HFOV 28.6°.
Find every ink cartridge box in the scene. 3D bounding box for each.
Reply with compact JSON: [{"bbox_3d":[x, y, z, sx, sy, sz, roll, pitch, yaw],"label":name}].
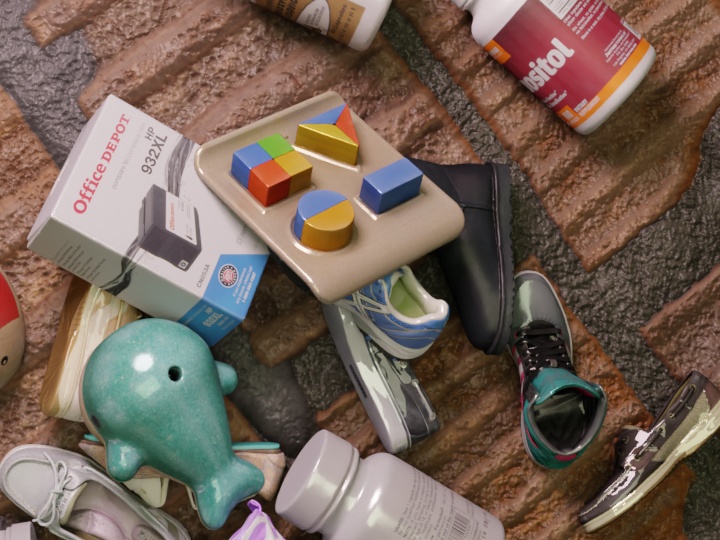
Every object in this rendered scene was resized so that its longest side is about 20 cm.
[{"bbox_3d":[-0.185,-0.045,1.312,0.199,0.084,0.146,30,59,-16],"label":"ink cartridge box"}]

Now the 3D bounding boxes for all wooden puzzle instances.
[{"bbox_3d":[-0.025,-0.081,1.300,0.185,0.046,0.200,-27,62,-34],"label":"wooden puzzle"}]

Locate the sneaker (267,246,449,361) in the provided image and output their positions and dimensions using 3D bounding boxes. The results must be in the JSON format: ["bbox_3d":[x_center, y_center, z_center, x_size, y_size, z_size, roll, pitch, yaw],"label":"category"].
[{"bbox_3d":[0.000,0.000,1.317,0.200,0.077,0.076,36,54,-11],"label":"sneaker"}]

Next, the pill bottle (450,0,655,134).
[{"bbox_3d":[0.185,-0.239,1.401,0.200,0.113,0.113,41,83,-3],"label":"pill bottle"}]

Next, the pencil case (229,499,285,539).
[{"bbox_3d":[-0.043,0.300,1.271,0.200,0.084,0.086,38,69,-3],"label":"pencil case"}]

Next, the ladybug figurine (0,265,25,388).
[{"bbox_3d":[-0.398,0.030,1.325,0.136,0.072,0.200,-39,93,-8],"label":"ladybug figurine"}]

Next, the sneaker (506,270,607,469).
[{"bbox_3d":[0.185,0.097,1.378,0.083,0.121,0.201,-10,88,-8],"label":"sneaker"}]

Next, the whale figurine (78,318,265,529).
[{"bbox_3d":[-0.162,0.134,1.280,0.159,0.104,0.200,-38,92,-33],"label":"whale figurine"}]

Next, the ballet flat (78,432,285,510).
[{"bbox_3d":[-0.171,0.194,1.352,0.198,0.068,0.068,4,89,-7],"label":"ballet flat"}]

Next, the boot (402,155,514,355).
[{"bbox_3d":[0.063,-0.018,1.388,0.167,0.076,0.202,2,80,-11],"label":"boot"}]

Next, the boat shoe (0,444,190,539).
[{"bbox_3d":[-0.251,0.229,1.339,0.201,0.065,0.075,33,83,-5],"label":"boat shoe"}]

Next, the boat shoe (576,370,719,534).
[{"bbox_3d":[0.285,0.181,1.419,0.200,0.073,0.065,-40,82,-11],"label":"boat shoe"}]

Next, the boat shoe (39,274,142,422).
[{"bbox_3d":[-0.246,0.049,1.352,0.069,0.074,0.201,22,77,-26],"label":"boat shoe"}]

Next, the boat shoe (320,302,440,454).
[{"bbox_3d":[0.019,0.075,1.382,0.067,0.072,0.201,-24,87,-14],"label":"boat shoe"}]

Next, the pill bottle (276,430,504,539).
[{"bbox_3d":[0.026,0.239,1.337,0.199,0.114,0.115,32,83,-11],"label":"pill bottle"}]

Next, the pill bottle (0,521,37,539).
[{"bbox_3d":[-0.396,0.284,1.296,0.199,0.104,0.105,-9,88,-9],"label":"pill bottle"}]

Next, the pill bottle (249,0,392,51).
[{"bbox_3d":[-0.062,-0.303,1.368,0.199,0.114,0.115,24,84,-6],"label":"pill bottle"}]
